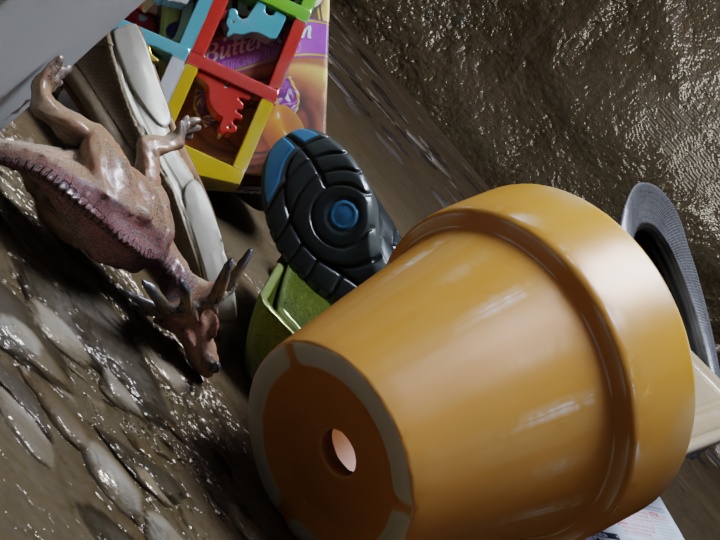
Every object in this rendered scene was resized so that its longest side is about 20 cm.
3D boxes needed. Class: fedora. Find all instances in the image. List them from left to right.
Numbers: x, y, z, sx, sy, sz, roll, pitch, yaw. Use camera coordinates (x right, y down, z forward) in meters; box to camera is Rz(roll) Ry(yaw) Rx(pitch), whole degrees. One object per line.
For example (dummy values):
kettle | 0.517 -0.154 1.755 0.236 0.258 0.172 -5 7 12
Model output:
fedora | 0.193 0.045 1.346 0.177 0.090 0.201 -9 83 -64

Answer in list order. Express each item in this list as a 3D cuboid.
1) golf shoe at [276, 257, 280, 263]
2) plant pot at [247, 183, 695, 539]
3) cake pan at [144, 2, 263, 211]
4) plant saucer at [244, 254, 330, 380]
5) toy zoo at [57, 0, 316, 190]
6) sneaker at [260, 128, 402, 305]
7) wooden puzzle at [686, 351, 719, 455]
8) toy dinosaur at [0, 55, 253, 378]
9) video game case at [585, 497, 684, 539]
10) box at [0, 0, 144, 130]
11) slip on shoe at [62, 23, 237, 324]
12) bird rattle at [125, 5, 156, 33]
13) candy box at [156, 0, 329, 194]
golf shoe | 0.031 0.042 1.378 0.200 0.092 0.073 48 9 -13
plant pot | 0.047 0.072 0.994 0.183 0.201 0.200 -21 64 -40
cake pan | -0.103 -0.127 1.387 0.201 0.037 0.201 52 -15 20
plant saucer | -0.003 0.084 1.189 0.200 0.048 0.200 48 10 -6
toy zoo | -0.114 -0.141 1.214 0.131 0.201 0.020 23 -15 -8
sneaker | 0.000 0.000 1.211 0.201 0.073 0.082 60 6 8
wooden puzzle | 0.141 0.055 1.164 0.200 0.037 0.184 43 31 27
toy dinosaur | -0.130 -0.027 0.982 0.200 0.086 0.136 27 30 -51
video game case | 0.149 0.147 1.297 0.200 0.045 0.182 20 38 -57
box | -0.202 -0.191 0.931 0.172 0.200 0.199 51 9 2
slip on shoe | -0.132 -0.055 1.144 0.076 0.060 0.201 107 -39 -80
bird rattle | -0.189 -0.200 1.339 0.200 0.112 0.163 57 -4 27
candy box | -0.082 -0.156 1.264 0.056 0.116 0.201 136 -44 -73
